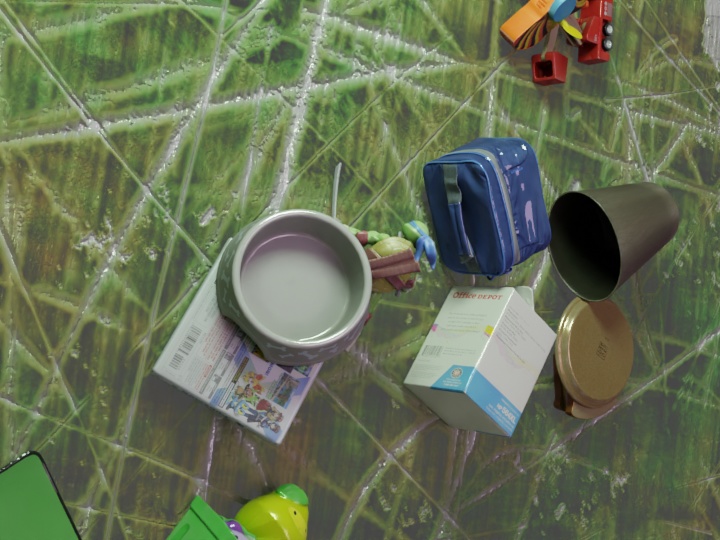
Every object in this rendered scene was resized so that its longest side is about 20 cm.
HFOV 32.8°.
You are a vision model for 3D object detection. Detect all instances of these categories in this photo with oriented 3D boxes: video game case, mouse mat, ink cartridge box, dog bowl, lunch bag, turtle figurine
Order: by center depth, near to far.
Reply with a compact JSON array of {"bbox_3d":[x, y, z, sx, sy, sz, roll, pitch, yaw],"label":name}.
[{"bbox_3d":[-0.388,0.323,1.371,0.161,0.008,0.201,-33,113,-35],"label":"mouse mat"},{"bbox_3d":[-0.076,0.015,1.516,0.199,0.059,0.201,4,75,-14],"label":"dog bowl"},{"bbox_3d":[-0.134,0.088,1.527,0.182,0.022,0.200,32,68,-9],"label":"video game case"},{"bbox_3d":[0.000,0.000,1.656,0.194,0.200,0.144,-48,145,-7],"label":"turtle figurine"},{"bbox_3d":[0.176,-0.083,1.765,0.132,0.136,0.201,-26,109,-37],"label":"lunch bag"},{"bbox_3d":[0.181,0.118,1.777,0.125,0.128,0.200,44,64,-33],"label":"ink cartridge box"}]

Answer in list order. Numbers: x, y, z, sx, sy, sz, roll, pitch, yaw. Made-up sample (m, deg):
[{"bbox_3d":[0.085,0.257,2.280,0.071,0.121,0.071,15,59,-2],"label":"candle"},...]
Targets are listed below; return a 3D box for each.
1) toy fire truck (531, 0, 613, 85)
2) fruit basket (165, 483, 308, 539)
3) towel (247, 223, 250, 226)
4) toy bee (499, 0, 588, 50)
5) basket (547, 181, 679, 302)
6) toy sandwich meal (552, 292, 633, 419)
[{"bbox_3d":[0.341,-0.389,1.958,0.141,0.049,0.201,7,86,-39],"label":"toy fire truck"},{"bbox_3d":[-0.127,0.357,1.519,0.215,0.155,0.217,-6,105,-25],"label":"fruit basket"},{"bbox_3d":[-0.141,0.048,1.572,0.086,0.018,0.201,29,72,-38],"label":"towel"},{"bbox_3d":[0.311,-0.407,1.874,0.109,0.200,0.131,21,47,-61],"label":"toy bee"},{"bbox_3d":[0.416,-0.064,1.978,0.200,0.136,0.181,-22,100,-42],"label":"basket"},{"bbox_3d":[0.366,0.136,1.982,0.205,0.070,0.206,4,84,-39],"label":"toy sandwich meal"}]
